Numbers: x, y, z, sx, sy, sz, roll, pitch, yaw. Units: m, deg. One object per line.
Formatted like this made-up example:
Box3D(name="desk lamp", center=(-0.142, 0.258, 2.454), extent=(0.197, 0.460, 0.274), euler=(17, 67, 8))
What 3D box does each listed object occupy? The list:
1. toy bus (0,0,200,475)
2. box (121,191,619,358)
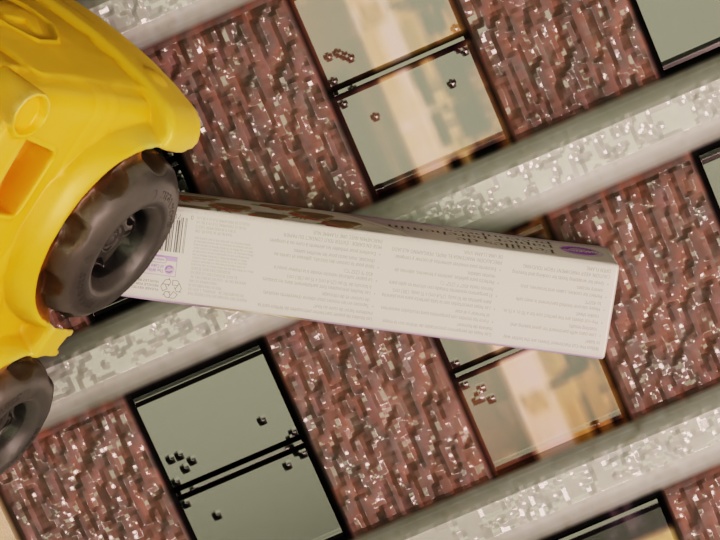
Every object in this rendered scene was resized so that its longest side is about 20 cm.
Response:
Box3D(name="toy bus", center=(-0.176, -0.012, 0.788), extent=(0.136, 0.192, 0.200), euler=(36, 101, 15))
Box3D(name="box", center=(0.000, 0.000, 0.886), extent=(0.199, 0.039, 0.042), euler=(7, 101, -2))
